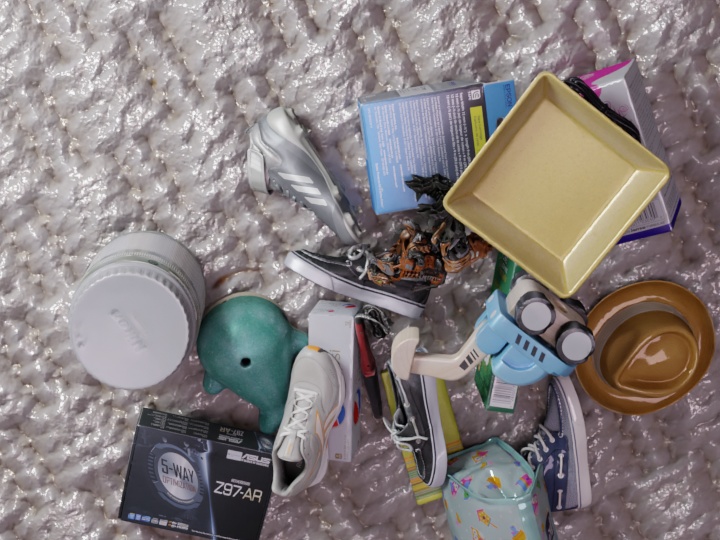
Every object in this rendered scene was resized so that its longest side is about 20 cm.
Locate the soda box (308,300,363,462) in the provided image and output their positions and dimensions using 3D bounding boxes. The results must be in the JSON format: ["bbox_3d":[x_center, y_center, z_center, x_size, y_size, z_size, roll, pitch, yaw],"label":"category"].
[{"bbox_3d":[-0.034,0.146,1.652,0.062,0.068,0.204,4,105,11],"label":"soda box"}]

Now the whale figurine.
[{"bbox_3d":[-0.135,0.130,1.629,0.157,0.104,0.202,-23,110,2],"label":"whale figurine"}]

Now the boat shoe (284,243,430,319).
[{"bbox_3d":[0.001,0.001,1.612,0.196,0.074,0.069,20,96,-10],"label":"boat shoe"}]

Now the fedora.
[{"bbox_3d":[0.387,0.114,1.664,0.197,0.082,0.204,-1,104,-2],"label":"fedora"}]

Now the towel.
[{"bbox_3d":[0.092,0.219,1.712,0.085,0.018,0.203,-17,104,-4],"label":"towel"}]

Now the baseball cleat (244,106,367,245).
[{"bbox_3d":[-0.077,-0.105,1.586,0.106,0.070,0.202,-31,84,13],"label":"baseball cleat"}]

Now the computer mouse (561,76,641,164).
[{"bbox_3d":[0.251,-0.140,1.525,0.139,0.046,0.201,33,127,-8],"label":"computer mouse"}]

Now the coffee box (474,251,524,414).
[{"bbox_3d":[0.192,0.072,1.624,0.043,0.123,0.204,8,103,-4],"label":"coffee box"}]

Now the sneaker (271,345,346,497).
[{"bbox_3d":[-0.072,0.198,1.588,0.074,0.092,0.204,12,108,18],"label":"sneaker"}]

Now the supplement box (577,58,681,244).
[{"bbox_3d":[0.324,-0.148,1.569,0.100,0.103,0.203,-14,108,27],"label":"supplement box"}]

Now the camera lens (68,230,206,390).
[{"bbox_3d":[-0.275,0.046,1.549,0.157,0.200,0.163,-1,105,-3],"label":"camera lens"}]

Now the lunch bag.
[{"bbox_3d":[0.196,0.337,1.645,0.120,0.200,0.173,-19,105,-18],"label":"lunch bag"}]

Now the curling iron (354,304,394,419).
[{"bbox_3d":[0.018,0.126,1.637,0.049,0.026,0.202,14,133,18],"label":"curling iron"}]

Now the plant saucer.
[{"bbox_3d":[0.229,-0.103,1.470,0.199,0.049,0.201,35,107,-10],"label":"plant saucer"}]

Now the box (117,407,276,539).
[{"bbox_3d":[-0.216,0.281,1.679,0.197,0.044,0.162,14,116,-7],"label":"box"}]

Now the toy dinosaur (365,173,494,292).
[{"bbox_3d":[0.102,-0.043,1.556,0.198,0.102,0.138,-25,124,-23],"label":"toy dinosaur"}]

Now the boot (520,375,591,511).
[{"bbox_3d":[0.258,0.241,1.695,0.089,0.073,0.203,-12,106,-6],"label":"boot"}]

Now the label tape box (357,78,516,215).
[{"bbox_3d":[0.102,-0.162,1.587,0.196,0.066,0.146,-10,106,-4],"label":"label tape box"}]

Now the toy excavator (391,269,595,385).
[{"bbox_3d":[0.161,0.092,1.523,0.193,0.100,0.201,35,108,-11],"label":"toy excavator"}]

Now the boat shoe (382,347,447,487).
[{"bbox_3d":[0.069,0.202,1.643,0.067,0.074,0.202,-15,119,-16],"label":"boat shoe"}]
